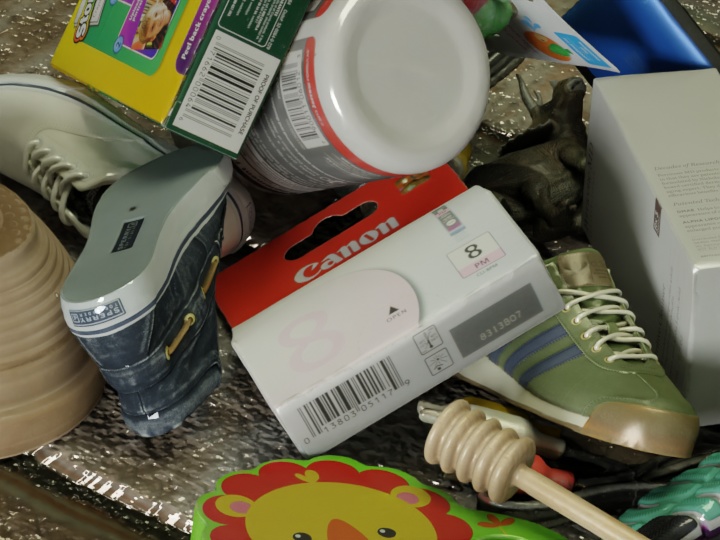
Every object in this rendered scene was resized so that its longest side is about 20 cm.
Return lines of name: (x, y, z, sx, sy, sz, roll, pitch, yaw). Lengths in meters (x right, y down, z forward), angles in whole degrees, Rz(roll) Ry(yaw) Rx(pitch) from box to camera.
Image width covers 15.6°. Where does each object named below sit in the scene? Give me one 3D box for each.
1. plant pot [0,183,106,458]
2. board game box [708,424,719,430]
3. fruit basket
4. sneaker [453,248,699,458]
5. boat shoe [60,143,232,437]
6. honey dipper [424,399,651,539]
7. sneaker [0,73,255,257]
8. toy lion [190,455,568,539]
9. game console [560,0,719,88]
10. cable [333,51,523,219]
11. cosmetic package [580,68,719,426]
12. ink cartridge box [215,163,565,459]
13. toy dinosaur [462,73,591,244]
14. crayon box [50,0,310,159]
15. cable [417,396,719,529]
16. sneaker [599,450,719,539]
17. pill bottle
plant pot: (-0.229, 0.008, 1.403, 0.201, 0.093, 0.201, 8, 31, -5)
board game box: (0.252, 0.056, 1.532, 0.200, 0.035, 0.135, 21, 33, 15)
fruit basket: (0.033, -0.172, 1.554, 0.185, 0.094, 0.200, 39, -8, -35)
sneaker: (0.114, 0.033, 1.417, 0.067, 0.090, 0.200, 9, 7, -34)
boat shoe: (-0.107, 0.008, 1.440, 0.071, 0.091, 0.200, -12, 25, 20)
honey dipper: (0.122, 0.125, 1.303, 0.200, 0.038, 0.038, 29, 36, 24)
sneaker: (-0.160, -0.059, 1.547, 0.200, 0.073, 0.071, 22, 27, 15)
toy lion: (0.021, 0.151, 1.295, 0.200, 0.069, 0.192, 2, 25, -15)
game console: (0.227, -0.113, 1.641, 0.118, 0.171, 0.200, -39, 90, -25)
cable: (0.049, -0.086, 1.645, 0.050, 0.097, 0.200, 55, 37, -11)
cosmetic package: (0.190, -0.017, 1.483, 0.081, 0.113, 0.200, -6, 34, -11)
ink cartridge box: (0.000, 0.000, 1.442, 0.162, 0.057, 0.200, -31, 39, -3)
toy dinosaur: (0.105, -0.047, 1.632, 0.102, 0.077, 0.200, 8, 33, 33)
crayon box: (-0.085, -0.181, 1.505, 0.058, 0.200, 0.173, 24, 3, -31)
cable: (0.129, 0.104, 1.398, 0.200, 0.050, 0.097, 4, 24, -10)
sneaker: (0.208, 0.134, 1.369, 0.200, 0.088, 0.074, -34, 9, -24)
pill bottle: (-0.025, -0.105, 1.532, 0.116, 0.116, 0.200, -12, 3, -33)
